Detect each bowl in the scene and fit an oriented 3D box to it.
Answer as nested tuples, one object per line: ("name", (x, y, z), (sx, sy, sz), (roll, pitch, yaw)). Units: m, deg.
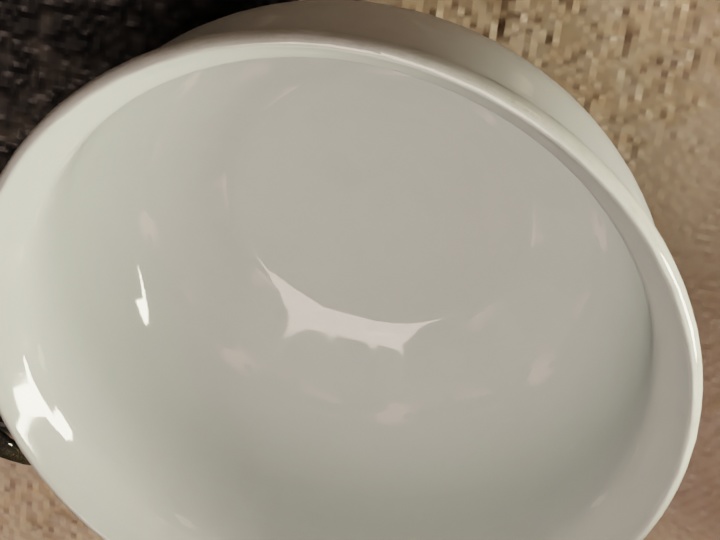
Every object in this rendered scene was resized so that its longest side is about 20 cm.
("bowl", (0.000, 0.000, 0.744), (0.201, 0.090, 0.201), (7, 127, 9))

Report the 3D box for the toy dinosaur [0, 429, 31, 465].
("toy dinosaur", (-0.166, -0.017, 0.795), (0.102, 0.077, 0.200), (-25, 123, 41))
